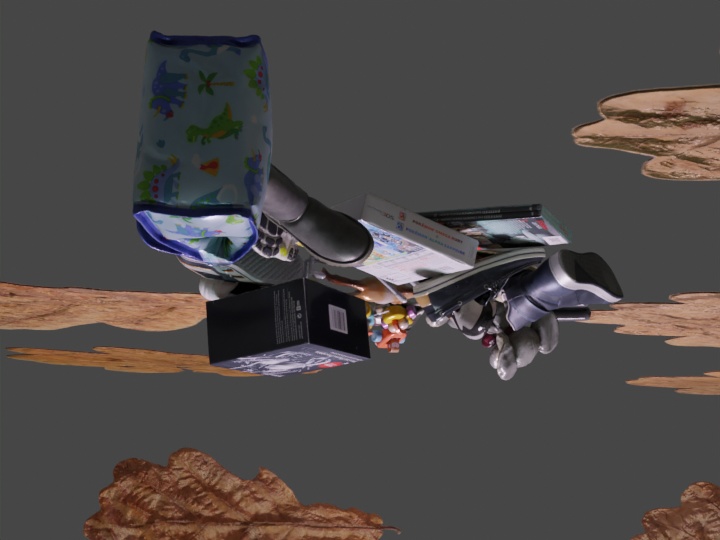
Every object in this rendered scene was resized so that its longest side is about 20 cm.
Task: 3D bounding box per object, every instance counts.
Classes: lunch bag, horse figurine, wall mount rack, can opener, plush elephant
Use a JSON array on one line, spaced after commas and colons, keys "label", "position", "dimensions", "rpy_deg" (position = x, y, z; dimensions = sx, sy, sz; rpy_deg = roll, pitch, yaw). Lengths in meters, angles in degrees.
[{"label": "lunch bag", "position": [-0.140, -0.105, 0.933], "dimensions": [0.127, 0.171, 0.200], "rpy_deg": [3, 169, 2]}, {"label": "horse figurine", "position": [0.025, 0.033, 1.770], "dimensions": [0.200, 0.050, 0.132], "rpy_deg": [11, 173, -41]}, {"label": "wall mount rack", "position": [0.000, 0.000, 1.573], "dimensions": [0.173, 0.075, 0.200], "rpy_deg": [4, 169, -8]}, {"label": "can opener", "position": [0.323, 0.062, 1.842], "dimensions": [0.199, 0.054, 0.067], "rpy_deg": [-2, -162, 21]}, {"label": "plush elephant", "position": [0.240, 0.099, 1.682], "dimensions": [0.164, 0.155, 0.200], "rpy_deg": [-16, 175, -32]}]

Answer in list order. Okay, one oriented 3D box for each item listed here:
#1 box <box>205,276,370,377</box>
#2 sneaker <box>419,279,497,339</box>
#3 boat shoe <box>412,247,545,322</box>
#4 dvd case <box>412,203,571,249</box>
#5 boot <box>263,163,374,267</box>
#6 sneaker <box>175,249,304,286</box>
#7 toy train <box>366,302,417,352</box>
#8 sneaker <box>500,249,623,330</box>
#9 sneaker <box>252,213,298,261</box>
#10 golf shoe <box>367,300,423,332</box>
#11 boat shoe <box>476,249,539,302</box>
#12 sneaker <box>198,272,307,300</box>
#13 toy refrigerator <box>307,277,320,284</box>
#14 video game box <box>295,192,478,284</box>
[{"label": "box", "position": [-0.111, 0.096, 1.577], "dimensions": [0.181, 0.105, 0.200], "rpy_deg": [-13, 163, 26]}, {"label": "sneaker", "position": [0.147, 0.047, 1.603], "dimensions": [0.080, 0.074, 0.200], "rpy_deg": [26, -173, -28]}, {"label": "boat shoe", "position": [0.172, 0.017, 1.416], "dimensions": [0.199, 0.062, 0.075], "rpy_deg": [-22, -178, -10]}, {"label": "dvd case", "position": [0.176, -0.057, 1.389], "dimensions": [0.199, 0.022, 0.146], "rpy_deg": [-2, 166, 28]}, {"label": "boot", "position": [-0.082, -0.081, 1.180], "dimensions": [0.181, 0.073, 0.200], "rpy_deg": [25, 168, 17]}, {"label": "sneaker", "position": [-0.187, -0.020, 1.540], "dimensions": [0.199, 0.079, 0.079], "rpy_deg": [17, 161, -10]}, {"label": "toy train", "position": [0.026, 0.117, 1.872], "dimensions": [0.199, 0.056, 0.150], "rpy_deg": [8, 145, -36]}, {"label": "sneaker", "position": [0.296, 0.035, 1.512], "dimensions": [0.146, 0.077, 0.202], "rpy_deg": [-36, 148, 32]}, {"label": "sneaker", "position": [-0.143, -0.054, 1.391], "dimensions": [0.079, 0.078, 0.200], "rpy_deg": [10, 169, 15]}, {"label": "golf shoe", "position": [0.028, 0.073, 1.931], "dimensions": [0.199, 0.077, 0.088], "rpy_deg": [5, 152, -32]}, {"label": "boat shoe", "position": [0.220, 0.005, 1.543], "dimensions": [0.199, 0.072, 0.065], "rpy_deg": [15, 164, -25]}, {"label": "sneaker", "position": [-0.160, 0.026, 1.634], "dimensions": [0.200, 0.071, 0.080], "rpy_deg": [-9, -162, -41]}, {"label": "toy refrigerator", "position": [-0.151, 0.064, 1.752], "dimensions": [0.200, 0.076, 0.070], "rpy_deg": [-5, -140, -45]}, {"label": "video game box", "position": [0.032, -0.039, 1.383], "dimensions": [0.182, 0.047, 0.200], "rpy_deg": [20, 164, -26]}]
